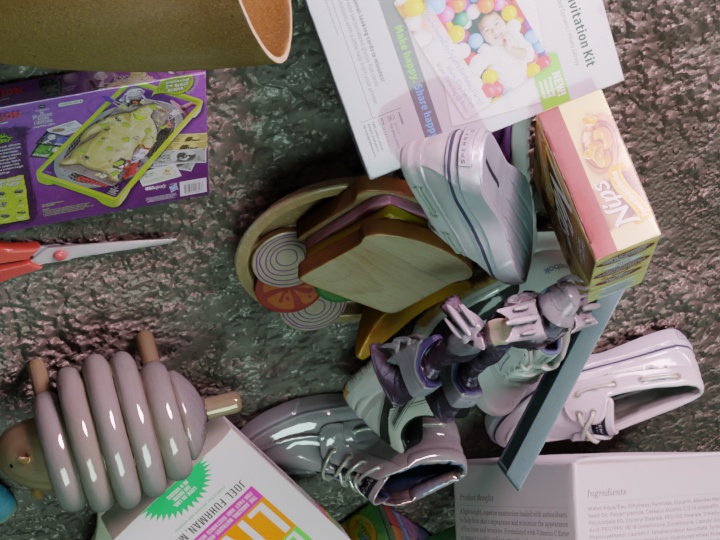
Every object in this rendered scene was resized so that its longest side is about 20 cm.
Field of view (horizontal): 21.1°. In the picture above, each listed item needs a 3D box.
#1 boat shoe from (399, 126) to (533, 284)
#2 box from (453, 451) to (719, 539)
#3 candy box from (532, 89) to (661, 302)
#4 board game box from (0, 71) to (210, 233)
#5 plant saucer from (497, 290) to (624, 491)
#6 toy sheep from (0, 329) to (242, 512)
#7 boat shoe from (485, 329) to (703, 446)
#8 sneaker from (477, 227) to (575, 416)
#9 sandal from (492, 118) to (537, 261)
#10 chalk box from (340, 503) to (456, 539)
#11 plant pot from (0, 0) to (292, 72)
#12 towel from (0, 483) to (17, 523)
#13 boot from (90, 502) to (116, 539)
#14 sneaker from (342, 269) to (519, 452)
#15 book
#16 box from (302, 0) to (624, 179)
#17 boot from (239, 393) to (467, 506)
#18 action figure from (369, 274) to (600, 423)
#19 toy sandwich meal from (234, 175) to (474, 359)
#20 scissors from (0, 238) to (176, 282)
[{"bbox_3d":[0.079,-0.051,1.399,0.066,0.074,0.200,4,155,18],"label":"boat shoe"},{"bbox_3d":[0.215,0.230,1.732,0.198,0.132,0.198,0,175,-30],"label":"box"},{"bbox_3d":[0.174,-0.051,1.452,0.055,0.116,0.200,-22,169,0],"label":"candy box"},{"bbox_3d":[-0.207,-0.088,1.384,0.198,0.032,0.121,-11,141,-13],"label":"board game box"},{"bbox_3d":[0.169,0.089,1.636,0.019,0.070,0.201,27,92,-5],"label":"plant saucer"},{"bbox_3d":[-0.192,0.124,1.530,0.198,0.139,0.139,-17,138,-5],"label":"toy sheep"},{"bbox_3d":[0.210,0.117,1.728,0.199,0.067,0.074,-26,138,5],"label":"boat shoe"},{"bbox_3d":[0.135,0.059,1.633,0.074,0.088,0.201,-6,137,-19],"label":"sneaker"},{"bbox_3d":[0.092,-0.076,1.480,0.050,0.082,0.204,-25,130,-26],"label":"sandal"},{"bbox_3d":[0.022,0.311,1.821,0.199,0.125,0.124,-38,136,16],"label":"chalk box"},{"bbox_3d":[-0.162,-0.197,1.194,0.198,0.188,0.187,-13,139,10],"label":"plant pot"},{"bbox_3d":[-0.394,0.181,1.592,0.146,0.022,0.200,-31,135,9],"label":"towel"},{"bbox_3d":[-0.142,0.216,1.696,0.198,0.072,0.156,-5,133,-17],"label":"boot"},{"bbox_3d":[0.076,0.074,1.608,0.200,0.088,0.075,-44,170,33],"label":"sneaker"},{"bbox_3d":[-0.110,0.219,1.642,0.133,0.048,0.200,-42,133,2],"label":"book"},{"bbox_3d":[0.071,-0.172,1.362,0.198,0.041,0.157,-21,115,-2],"label":"box"},{"bbox_3d":[-0.007,0.160,1.672,0.198,0.096,0.074,-13,138,-10],"label":"boot"},{"bbox_3d":[0.098,0.049,1.472,0.129,0.070,0.199,5,152,-41],"label":"action figure"},{"bbox_3d":[0.000,0.000,1.500,0.203,0.071,0.206,-5,145,-4],"label":"toy sandwich meal"},{"bbox_3d":[-0.239,-0.015,1.455,0.198,0.014,0.074,-16,136,-4],"label":"scissors"}]
